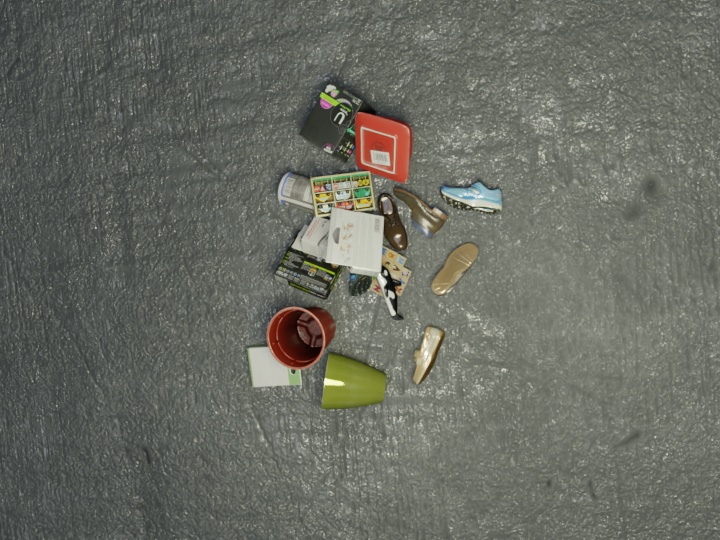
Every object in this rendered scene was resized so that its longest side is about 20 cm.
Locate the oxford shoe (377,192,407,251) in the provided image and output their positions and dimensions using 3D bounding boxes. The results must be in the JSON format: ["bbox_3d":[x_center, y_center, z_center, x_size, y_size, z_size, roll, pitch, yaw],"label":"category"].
[{"bbox_3d":[0.100,-0.155,1.686,0.072,0.084,0.201,-22,92,4],"label":"oxford shoe"}]

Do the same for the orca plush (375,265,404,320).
[{"bbox_3d":[0.108,0.066,1.690,0.071,0.105,0.201,-23,97,-3],"label":"orca plush"}]

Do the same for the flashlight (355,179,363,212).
[{"bbox_3d":[0.003,-0.199,1.724,0.068,0.068,0.201,-21,91,-20],"label":"flashlight"}]

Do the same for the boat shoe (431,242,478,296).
[{"bbox_3d":[0.300,-0.001,1.656,0.072,0.065,0.200,36,84,19],"label":"boat shoe"}]

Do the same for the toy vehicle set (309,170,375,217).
[{"bbox_3d":[-0.057,-0.245,1.664,0.199,0.027,0.125,-10,92,-15],"label":"toy vehicle set"}]

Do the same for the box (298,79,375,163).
[{"bbox_3d":[-0.075,-0.478,1.683,0.148,0.124,0.201,37,104,18],"label":"box"}]

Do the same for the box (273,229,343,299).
[{"bbox_3d":[-0.162,-0.023,1.742,0.199,0.048,0.194,20,63,13],"label":"box"}]

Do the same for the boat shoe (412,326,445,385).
[{"bbox_3d":[0.211,0.276,1.703,0.069,0.074,0.201,26,100,24],"label":"boat shoe"}]

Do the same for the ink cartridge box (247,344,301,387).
[{"bbox_3d":[-0.301,0.339,1.856,0.199,0.048,0.147,-6,93,15],"label":"ink cartridge box"}]

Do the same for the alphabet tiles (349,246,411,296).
[{"bbox_3d":[0.065,-0.002,1.725,0.199,0.006,0.167,29,118,12],"label":"alphabet tiles"}]

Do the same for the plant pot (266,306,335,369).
[{"bbox_3d":[-0.182,0.208,1.737,0.199,0.195,0.202,1,95,15],"label":"plant pot"}]

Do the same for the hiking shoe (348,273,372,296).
[{"bbox_3d":[0.000,0.000,1.719,0.074,0.087,0.201,-2,135,-19],"label":"hiking shoe"}]

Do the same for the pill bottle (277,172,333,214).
[{"bbox_3d":[-0.166,-0.251,1.739,0.199,0.114,0.114,19,99,13],"label":"pill bottle"}]

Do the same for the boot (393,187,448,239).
[{"bbox_3d":[0.175,-0.185,1.670,0.199,0.075,0.097,31,99,9],"label":"boot"}]

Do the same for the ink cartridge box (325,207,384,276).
[{"bbox_3d":[-0.018,-0.089,1.614,0.172,0.044,0.201,9,64,-9],"label":"ink cartridge box"}]

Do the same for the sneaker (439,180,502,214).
[{"bbox_3d":[0.349,-0.238,1.631,0.199,0.078,0.091,13,79,11],"label":"sneaker"}]

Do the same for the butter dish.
[{"bbox_3d":[0.094,-0.409,1.644,0.199,0.148,0.200,23,136,25],"label":"butter dish"}]

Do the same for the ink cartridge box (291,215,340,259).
[{"bbox_3d":[-0.119,-0.106,1.719,0.199,0.068,0.116,18,54,11],"label":"ink cartridge box"}]

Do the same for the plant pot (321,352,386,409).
[{"bbox_3d":[-0.018,0.379,1.729,0.199,0.187,0.188,7,96,0],"label":"plant pot"}]
